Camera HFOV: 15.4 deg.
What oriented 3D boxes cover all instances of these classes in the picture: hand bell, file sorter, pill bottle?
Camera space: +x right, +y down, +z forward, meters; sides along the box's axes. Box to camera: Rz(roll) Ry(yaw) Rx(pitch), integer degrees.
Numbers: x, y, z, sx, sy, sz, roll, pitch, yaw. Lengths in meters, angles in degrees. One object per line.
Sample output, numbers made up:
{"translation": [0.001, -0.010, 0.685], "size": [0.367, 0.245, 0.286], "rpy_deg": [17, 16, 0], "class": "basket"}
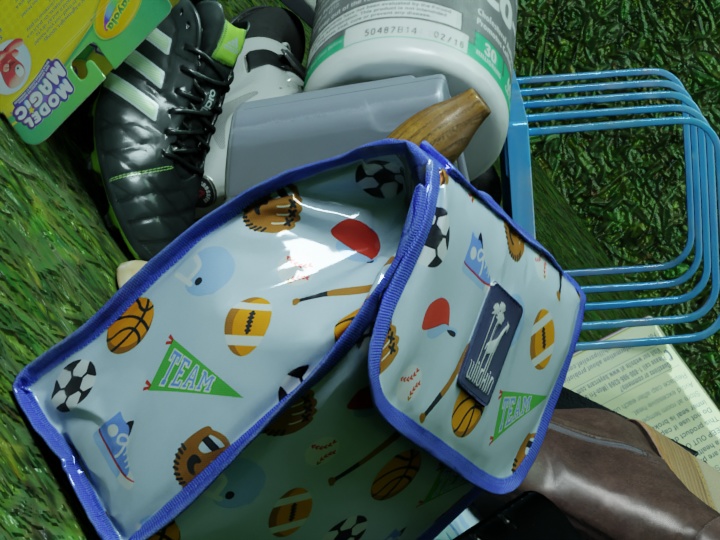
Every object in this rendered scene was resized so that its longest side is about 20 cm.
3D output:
{"translation": [-0.015, -0.022, 1.346], "size": [0.104, 0.200, 0.104], "rpy_deg": [50, 10, -12], "class": "hand bell"}
{"translation": [0.144, -0.039, 1.567], "size": [0.200, 0.122, 0.139], "rpy_deg": [-88, 174, -77], "class": "file sorter"}
{"translation": [0.031, -0.148, 1.473], "size": [0.113, 0.113, 0.201], "rpy_deg": [45, 36, -35], "class": "pill bottle"}

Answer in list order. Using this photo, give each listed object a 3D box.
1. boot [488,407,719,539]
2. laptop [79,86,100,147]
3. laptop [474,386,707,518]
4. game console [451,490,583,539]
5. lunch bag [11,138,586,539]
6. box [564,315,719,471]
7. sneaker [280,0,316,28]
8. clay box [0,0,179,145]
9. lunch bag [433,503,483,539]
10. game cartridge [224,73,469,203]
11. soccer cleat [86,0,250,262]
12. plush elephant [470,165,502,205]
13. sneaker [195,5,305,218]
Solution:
{"translation": [0.115, 0.126, 1.296], "size": [0.166, 0.073, 0.200], "rpy_deg": [19, 20, -15], "class": "boot"}
{"translation": [-0.147, -0.180, 1.561], "size": [0.200, 0.116, 0.188], "rpy_deg": [-18, 108, -56], "class": "laptop"}
{"translation": [0.116, 0.172, 1.429], "size": [0.177, 0.103, 0.201], "rpy_deg": [-36, 103, -40], "class": "laptop"}
{"translation": [0.077, 0.210, 1.159], "size": [0.116, 0.177, 0.200], "rpy_deg": [19, 12, 17], "class": "game console"}
{"translation": [-0.010, 0.046, 1.109], "size": [0.124, 0.200, 0.170], "rpy_deg": [52, 8, 32], "class": "lunch bag"}
{"translation": [0.170, 0.163, 1.587], "size": [0.200, 0.096, 0.176], "rpy_deg": [56, -26, 21], "class": "box"}
{"translation": [0.008, -0.168, 1.582], "size": [0.200, 0.083, 0.072], "rpy_deg": [42, 9, 21], "class": "sneaker"}
{"translation": [-0.169, -0.166, 1.397], "size": [0.048, 0.115, 0.200], "rpy_deg": [17, 35, -57], "class": "clay box"}
{"translation": [0.013, 0.129, 1.274], "size": [0.200, 0.082, 0.161], "rpy_deg": [58, 12, 31], "class": "lunch bag"}
{"translation": [0.000, 0.000, 1.409], "size": [0.041, 0.133, 0.201], "rpy_deg": [-67, 147, -62], "class": "game cartridge"}
{"translation": [-0.100, -0.099, 1.420], "size": [0.067, 0.081, 0.201], "rpy_deg": [28, 54, -56], "class": "soccer cleat"}
{"translation": [0.005, -0.027, 1.589], "size": [0.200, 0.165, 0.155], "rpy_deg": [49, 4, -48], "class": "plush elephant"}
{"translation": [-0.053, -0.089, 1.527], "size": [0.200, 0.088, 0.074], "rpy_deg": [-62, 144, -50], "class": "sneaker"}
